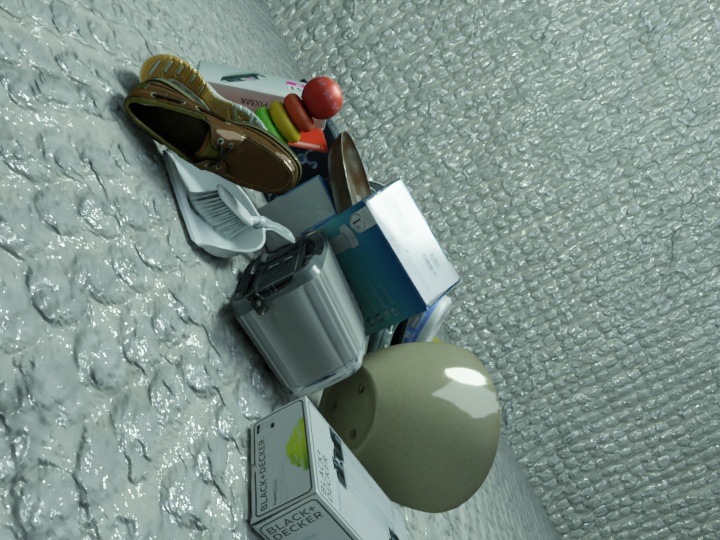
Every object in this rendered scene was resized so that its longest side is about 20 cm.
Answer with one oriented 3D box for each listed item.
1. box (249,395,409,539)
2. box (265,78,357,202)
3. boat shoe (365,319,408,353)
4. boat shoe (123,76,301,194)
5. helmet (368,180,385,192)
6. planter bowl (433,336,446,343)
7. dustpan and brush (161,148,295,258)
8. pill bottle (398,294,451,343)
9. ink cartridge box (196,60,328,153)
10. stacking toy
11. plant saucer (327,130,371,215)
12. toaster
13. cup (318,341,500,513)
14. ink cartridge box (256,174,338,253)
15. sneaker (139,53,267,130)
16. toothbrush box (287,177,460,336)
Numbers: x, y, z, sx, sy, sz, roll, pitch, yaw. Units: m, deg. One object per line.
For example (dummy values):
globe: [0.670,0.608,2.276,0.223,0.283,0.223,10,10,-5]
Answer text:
box: [-0.019,0.222,0.616,0.200,0.060,0.117,57,9,-29]
box: [-0.100,-0.190,1.175,0.201,0.148,0.107,63,9,13]
boat shoe: [0.034,0.132,0.962,0.073,0.061,0.201,53,42,-69]
boat shoe: [-0.159,-0.133,0.745,0.199,0.072,0.068,25,24,-10]
helmet: [0.018,-0.065,1.344,0.190,0.200,0.201,25,35,-51]
planter bowl: [0.137,0.190,1.226,0.200,0.083,0.201,-146,-128,-59]
dustpan and brush: [-0.139,-0.061,0.817,0.140,0.057,0.200,65,9,26]
pill bottle: [0.029,0.043,1.071,0.199,0.114,0.114,30,3,12]
ink cartridge box: [-0.145,-0.244,1.017,0.174,0.199,0.044,-106,-151,-57]
stacking toy: [-0.111,-0.184,0.909,0.086,0.199,0.085,59,8,-14]
plant saucer: [-0.009,-0.102,1.012,0.200,0.032,0.201,-14,90,-79]
toaster: [-0.062,0.047,0.759,0.130,0.113,0.200,61,7,-16]
cup: [0.037,0.168,0.795,0.143,0.200,0.201,19,35,-37]
ink cartridge box: [-0.072,-0.072,1.066,0.068,0.116,0.200,64,9,9]
sneaker: [-0.181,-0.183,0.842,0.200,0.076,0.088,46,-7,-27]
toothbrush box: [0.000,0.000,0.864,0.085,0.200,0.147,-35,94,-46]
